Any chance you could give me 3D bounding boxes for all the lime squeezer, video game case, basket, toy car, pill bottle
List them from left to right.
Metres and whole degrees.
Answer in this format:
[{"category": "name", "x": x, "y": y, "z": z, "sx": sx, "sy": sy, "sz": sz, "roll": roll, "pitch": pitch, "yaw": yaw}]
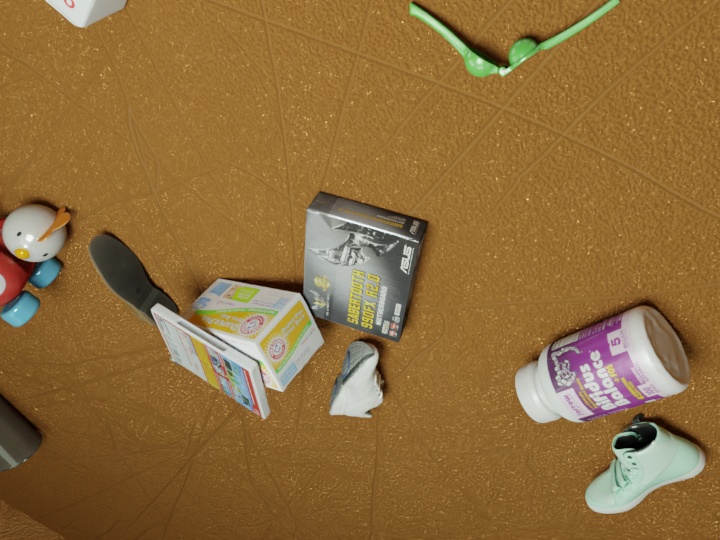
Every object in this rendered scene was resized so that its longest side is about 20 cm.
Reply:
[{"category": "basket", "x": -0.985, "y": 0.417, "z": 1.557, "sx": 0.179, "sy": 0.136, "sz": 0.201, "roll": -3, "pitch": 124, "yaw": 32}, {"category": "toy car", "x": -0.564, "y": -0.039, "z": 0.964, "sx": 0.199, "sy": 0.178, "sz": 0.185, "roll": -23, "pitch": 128, "yaw": 23}, {"category": "video game case", "x": -0.228, "y": 0.140, "z": 0.892, "sx": 0.199, "sy": 0.017, "sz": 0.144, "roll": 26, "pitch": 144, "yaw": 22}, {"category": "lime squeezer", "x": 0.147, "y": -0.230, "z": 0.580, "sx": 0.198, "sy": 0.038, "sz": 0.071, "roll": 7, "pitch": 100, "yaw": 19}, {"category": "pill bottle", "x": 0.308, "y": 0.134, "z": 0.763, "sx": 0.112, "sy": 0.113, "sz": 0.200, "roll": 42, "pitch": 132, "yaw": -15}]

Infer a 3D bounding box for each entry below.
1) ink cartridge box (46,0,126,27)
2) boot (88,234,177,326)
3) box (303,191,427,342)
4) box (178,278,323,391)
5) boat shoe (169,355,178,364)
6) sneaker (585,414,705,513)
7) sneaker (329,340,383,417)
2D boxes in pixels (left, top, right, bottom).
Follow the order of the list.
[{"category": "ink cartridge box", "x": -0.293, "y": -0.382, "z": 0.595, "sx": 0.144, "sy": 0.085, "sz": 0.200, "roll": 41, "pitch": 131, "yaw": -13}, {"category": "boot", "x": -0.411, "y": 0.025, "z": 1.014, "sx": 0.075, "sy": 0.074, "sz": 0.201, "roll": -3, "pitch": 130, "yaw": 38}, {"category": "box", "x": 0.000, "y": 0.000, "z": 0.824, "sx": 0.157, "sy": 0.048, "sz": 0.201, "roll": 17, "pitch": 133, "yaw": 9}, {"category": "box", "x": -0.174, "y": 0.095, "z": 0.906, "sx": 0.199, "sy": 0.113, "sz": 0.102, "roll": 7, "pitch": 133, "yaw": 38}, {"category": "boat shoe", "x": -0.262, "y": 0.152, "z": 1.054, "sx": 0.198, "sy": 0.073, "sz": 0.062, "roll": -15, "pitch": 118, "yaw": 26}, {"category": "sneaker", "x": 0.399, "y": 0.294, "z": 0.888, "sx": 0.118, "sy": 0.074, "sz": 0.200, "roll": 33, "pitch": 124, "yaw": -16}, {"category": "sneaker", "x": 0.005, "y": 0.186, "z": 0.981, "sx": 0.086, "sy": 0.075, "sz": 0.201, "roll": 14, "pitch": 141, "yaw": -5}]
